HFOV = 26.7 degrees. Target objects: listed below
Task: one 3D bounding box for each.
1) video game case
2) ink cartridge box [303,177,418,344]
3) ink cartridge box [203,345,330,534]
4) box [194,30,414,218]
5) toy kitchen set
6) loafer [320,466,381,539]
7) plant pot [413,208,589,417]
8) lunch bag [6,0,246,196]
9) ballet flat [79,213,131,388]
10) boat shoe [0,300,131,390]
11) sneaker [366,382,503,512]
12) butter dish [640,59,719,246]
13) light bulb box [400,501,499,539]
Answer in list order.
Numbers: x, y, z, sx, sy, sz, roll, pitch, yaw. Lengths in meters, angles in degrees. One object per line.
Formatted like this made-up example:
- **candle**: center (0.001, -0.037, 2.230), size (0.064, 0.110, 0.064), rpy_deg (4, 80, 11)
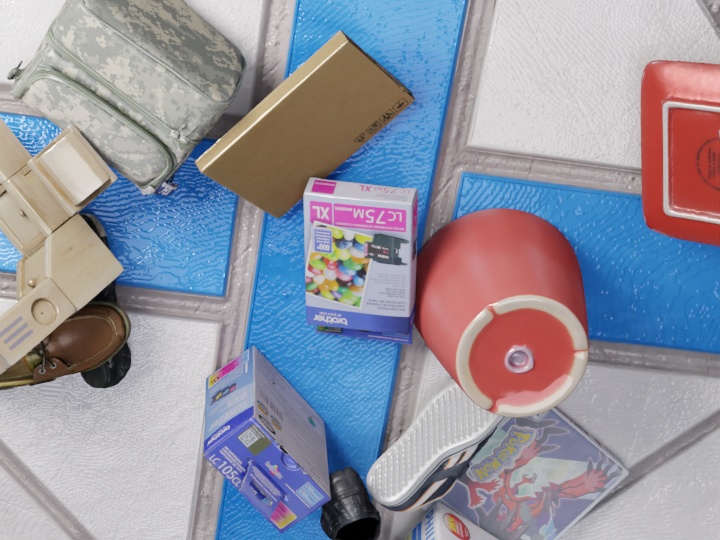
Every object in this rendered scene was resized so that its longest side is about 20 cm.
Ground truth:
- **video game case**: center (0.190, 0.253, 1.809), size (0.182, 0.023, 0.200), rpy_deg (39, 104, -20)
- **ink cartridge box**: center (0.000, 0.000, 1.641), size (0.118, 0.042, 0.201), rpy_deg (6, 125, 9)
- **ink cartridge box**: center (-0.102, 0.190, 1.655), size (0.076, 0.200, 0.137), rpy_deg (-37, 112, 10)
- **box**: center (-0.054, -0.145, 1.559), size (0.200, 0.021, 0.163), rpy_deg (-40, 151, 11)
- **toy kitchen set**: center (-0.345, -0.034, 1.495), size (0.200, 0.180, 0.163), rpy_deg (51, 138, -8)
- **loafer**: center (-0.010, 0.291, 1.734), size (0.068, 0.071, 0.201), rpy_deg (-21, 152, -5)
- **plant pot**: center (0.158, 0.056, 1.636), size (0.199, 0.178, 0.202), rpy_deg (-2, 114, -5)
- **lunch bag**: center (-0.234, -0.186, 1.520), size (0.199, 0.140, 0.168), rpy_deg (35, 124, -17)
- **ballet flat**: center (-0.291, 0.032, 1.659), size (0.066, 0.057, 0.201), rpy_deg (4, 111, 22)
- **boat shoe**: center (-0.338, 0.091, 1.625), size (0.199, 0.068, 0.072), rpy_deg (-22, 97, 23)
- **sneaker**: center (0.095, 0.200, 1.750), size (0.200, 0.079, 0.079), rpy_deg (-40, 148, -1)
- **butter dish**: center (0.411, -0.134, 1.606), size (0.198, 0.148, 0.201), rpy_deg (13, 120, 37)
- **light bulb box**: center (0.080, 0.419, 1.763), size (0.124, 0.199, 0.200), rpy_deg (33, 115, -19)
